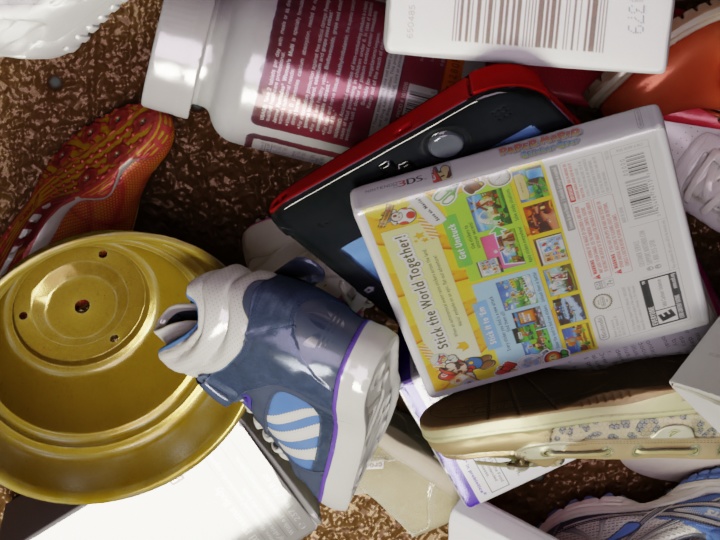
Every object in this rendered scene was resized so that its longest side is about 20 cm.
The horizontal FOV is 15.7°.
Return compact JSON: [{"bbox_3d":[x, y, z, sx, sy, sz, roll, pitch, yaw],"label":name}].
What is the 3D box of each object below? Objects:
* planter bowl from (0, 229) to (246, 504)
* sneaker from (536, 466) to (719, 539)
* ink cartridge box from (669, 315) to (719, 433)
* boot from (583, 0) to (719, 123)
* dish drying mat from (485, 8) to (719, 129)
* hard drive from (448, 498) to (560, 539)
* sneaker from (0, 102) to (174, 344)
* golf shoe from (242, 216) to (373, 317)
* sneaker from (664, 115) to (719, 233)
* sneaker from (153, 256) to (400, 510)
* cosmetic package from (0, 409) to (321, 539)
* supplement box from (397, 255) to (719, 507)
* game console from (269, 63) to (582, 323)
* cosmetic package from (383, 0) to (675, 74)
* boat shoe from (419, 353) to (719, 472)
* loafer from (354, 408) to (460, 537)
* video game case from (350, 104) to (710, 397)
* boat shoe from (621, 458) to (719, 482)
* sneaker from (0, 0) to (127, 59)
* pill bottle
[{"bbox_3d":[-0.167,0.041,1.630,0.199,0.084,0.202,-10,125,-14],"label":"planter bowl"},{"bbox_3d":[0.180,0.193,1.714,0.199,0.085,0.077,-26,115,31],"label":"sneaker"},{"bbox_3d":[0.304,0.041,1.554,0.145,0.087,0.200,41,80,-20],"label":"ink cartridge box"},{"bbox_3d":[0.237,-0.112,1.576,0.199,0.075,0.108,-20,80,-11],"label":"boot"},{"bbox_3d":[0.177,-0.132,1.622,0.198,0.018,0.077,10,71,-2],"label":"dish drying mat"},{"bbox_3d":[0.147,0.232,1.705,0.199,0.026,0.132,27,145,21],"label":"hard drive"},{"bbox_3d":[-0.177,-0.027,1.680,0.077,0.073,0.200,27,115,-31],"label":"sneaker"},{"bbox_3d":[0.000,0.000,1.620,0.075,0.092,0.199,25,152,-34],"label":"golf shoe"},{"bbox_3d":[0.248,-0.051,1.630,0.199,0.100,0.075,25,112,-6],"label":"sneaker"},{"bbox_3d":[-0.055,0.064,1.599,0.146,0.081,0.200,23,153,9],"label":"sneaker"},{"bbox_3d":[-0.135,0.163,1.732,0.199,0.090,0.107,-34,109,10],"label":"cosmetic package"},{"bbox_3d":[0.133,0.052,1.672,0.199,0.101,0.104,-27,108,12],"label":"supplement box"},{"bbox_3d":[0.069,-0.030,1.527,0.176,0.031,0.200,-32,137,18],"label":"game console"},{"bbox_3d":[0.101,-0.225,1.513,0.163,0.200,0.166,4,112,0],"label":"cosmetic package"},{"bbox_3d":[0.136,0.098,1.596,0.198,0.073,0.063,-7,110,2],"label":"boat shoe"},{"bbox_3d":[-0.009,0.112,1.713,0.199,0.076,0.068,35,103,-11],"label":"loafer"},{"bbox_3d":[0.104,-0.007,1.529,0.181,0.023,0.200,-15,143,6],"label":"video game case"},{"bbox_3d":[0.261,0.075,1.700,0.199,0.093,0.075,-15,142,33],"label":"boat shoe"},{"bbox_3d":[-0.176,-0.182,1.615,0.199,0.077,0.081,-19,118,16],"label":"sneaker"},{"bbox_3d":[-0.029,-0.122,1.606,0.198,0.110,0.110,14,111,-4],"label":"pill bottle"}]
